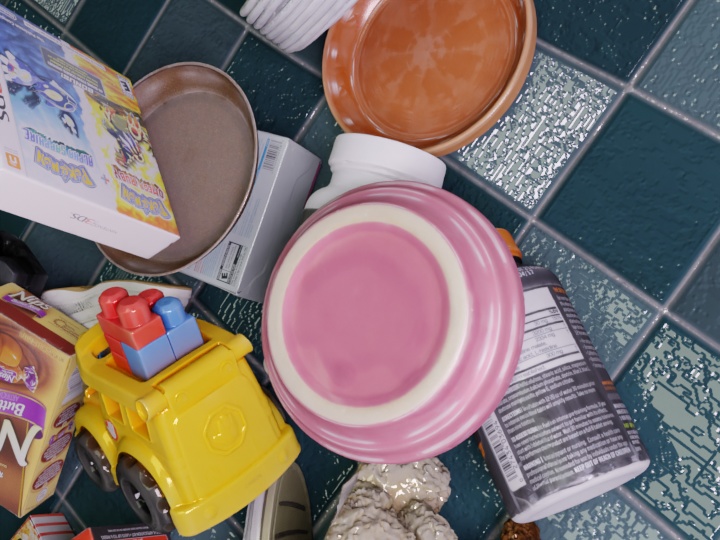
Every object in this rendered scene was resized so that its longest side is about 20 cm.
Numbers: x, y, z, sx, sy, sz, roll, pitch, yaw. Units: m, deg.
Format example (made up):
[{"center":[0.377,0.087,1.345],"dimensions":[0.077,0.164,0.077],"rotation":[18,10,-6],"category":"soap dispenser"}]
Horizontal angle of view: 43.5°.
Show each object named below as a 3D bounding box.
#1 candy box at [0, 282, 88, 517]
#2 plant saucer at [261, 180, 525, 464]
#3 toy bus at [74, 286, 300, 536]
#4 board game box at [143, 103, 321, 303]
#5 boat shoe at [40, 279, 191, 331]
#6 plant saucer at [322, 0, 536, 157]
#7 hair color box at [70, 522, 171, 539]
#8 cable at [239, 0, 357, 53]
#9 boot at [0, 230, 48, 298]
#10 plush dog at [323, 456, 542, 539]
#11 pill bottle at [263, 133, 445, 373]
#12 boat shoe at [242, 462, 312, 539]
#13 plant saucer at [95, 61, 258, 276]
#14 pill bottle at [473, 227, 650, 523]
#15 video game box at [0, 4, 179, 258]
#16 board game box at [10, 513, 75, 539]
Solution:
[{"center":[-0.337,0.128,0.884],"dimensions":[0.116,0.056,0.200],"rotation":[29,114,12],"category":"candy box"},{"center":[0.012,0.032,0.625],"dimensions":[0.200,0.051,0.201],"rotation":[-5,78,25],"category":"plant saucer"},{"center":[-0.170,0.090,0.739],"dimensions":[0.200,0.136,0.192],"rotation":[14,130,46],"category":"toy bus"},{"center":[-0.152,-0.069,0.863],"dimensions":[0.200,0.064,0.148],"rotation":[20,89,30],"category":"board game box"},{"center":[-0.242,0.049,0.890],"dimensions":[0.200,0.071,0.070],"rotation":[-8,76,38],"category":"boat shoe"},{"center":[0.058,-0.192,0.786],"dimensions":[0.200,0.032,0.201],"rotation":[-7,75,29],"category":"plant saucer"},{"center":[-0.187,0.323,0.780],"dimensions":[0.061,0.101,0.200],"rotation":[-36,65,19],"category":"hair color box"},{"center":[-0.019,-0.276,0.774],"dimensions":[0.200,0.069,0.200],"rotation":[-55,19,-14],"category":"cable"},{"center":[-0.418,0.043,0.960],"dimensions":[0.165,0.066,0.200],"rotation":[33,117,20],"category":"boot"},{"center":[0.048,0.240,0.642],"dimensions":[0.171,0.160,0.200],"rotation":[21,84,8],"category":"plush dog"},{"center":[0.000,0.000,0.731],"dimensions":[0.116,0.116,0.201],"rotation":[12,85,31],"category":"pill bottle"},{"center":[-0.085,0.260,0.749],"dimensions":[0.068,0.075,0.201],"rotation":[-6,75,28],"category":"boat shoe"},{"center":[-0.169,-0.090,0.823],"dimensions":[0.200,0.032,0.201],"rotation":[-7,76,29],"category":"plant saucer"},{"center":[0.117,0.069,0.654],"dimensions":[0.106,0.106,0.200],"rotation":[-31,65,21],"category":"pill bottle"},{"center":[-0.247,-0.116,0.739],"dimensions":[0.047,0.200,0.183],"rotation":[-28,67,19],"category":"video game box"},{"center":[-0.333,0.365,0.886],"dimensions":[0.200,0.046,0.152],"rotation":[-49,61,13],"category":"board game box"}]
